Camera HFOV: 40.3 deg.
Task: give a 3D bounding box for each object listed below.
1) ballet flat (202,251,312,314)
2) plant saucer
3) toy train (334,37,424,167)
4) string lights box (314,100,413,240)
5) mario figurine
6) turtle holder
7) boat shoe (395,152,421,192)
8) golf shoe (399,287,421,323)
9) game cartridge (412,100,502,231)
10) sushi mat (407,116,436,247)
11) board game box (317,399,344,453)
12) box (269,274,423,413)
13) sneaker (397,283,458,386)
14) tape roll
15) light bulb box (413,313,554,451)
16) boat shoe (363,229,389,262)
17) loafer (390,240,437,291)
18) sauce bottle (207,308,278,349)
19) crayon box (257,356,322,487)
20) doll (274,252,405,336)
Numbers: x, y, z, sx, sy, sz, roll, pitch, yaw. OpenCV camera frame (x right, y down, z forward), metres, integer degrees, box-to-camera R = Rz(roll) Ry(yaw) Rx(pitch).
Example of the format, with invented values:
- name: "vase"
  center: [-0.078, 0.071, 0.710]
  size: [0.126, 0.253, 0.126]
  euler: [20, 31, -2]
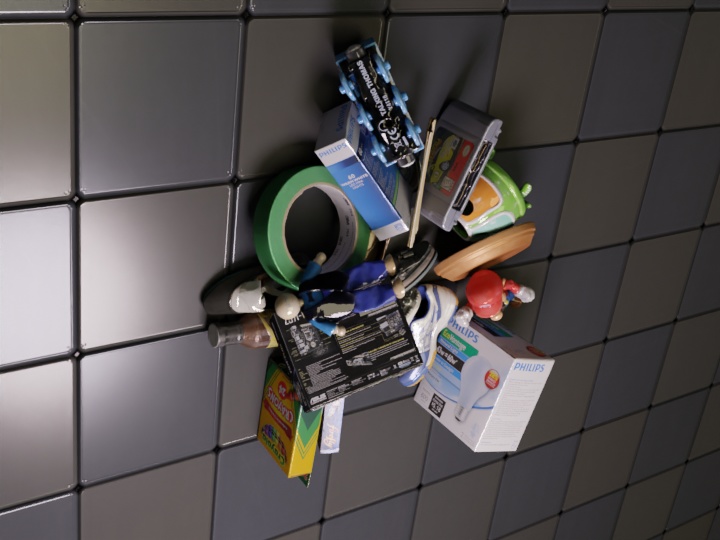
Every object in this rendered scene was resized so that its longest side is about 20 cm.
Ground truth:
- name: "ballet flat"
  center: [-0.156, 0.025, 1.581]
  size: [0.199, 0.068, 0.068]
  euler: [-27, 129, -23]
- name: "plant saucer"
  center: [0.229, -0.029, 1.779]
  size: [0.199, 0.200, 0.038]
  euler: [-20, 81, -28]
- name: "toy train"
  center: [0.030, -0.255, 1.495]
  size: [0.086, 0.114, 0.201]
  euler: [-25, 111, 9]
- name: "string lights box"
  center: [0.010, -0.156, 1.553]
  size: [0.059, 0.103, 0.200]
  euler: [-20, 127, 25]
- name: "mario figurine"
  center: [0.254, 0.068, 1.851]
  size: [0.124, 0.105, 0.200]
  euler: [-62, 160, 5]
- name: "turtle holder"
  center: [0.211, -0.122, 1.749]
  size: [0.132, 0.185, 0.141]
  euler: [-44, 99, -9]
- name: "boat shoe"
  center: [0.056, -0.214, 1.611]
  size: [0.075, 0.060, 0.201]
  euler: [-39, 133, -13]
- name: "golf shoe"
  center: [0.052, 0.116, 1.795]
  size: [0.200, 0.078, 0.097]
  euler: [-50, 136, 11]
- name: "game cartridge"
  center: [0.151, -0.181, 1.653]
  size: [0.041, 0.133, 0.201]
  euler: [18, 102, -35]
- name: "sushi mat"
  center: [0.099, -0.144, 1.593]
  size: [0.012, 0.096, 0.202]
  euler: [11, 115, 5]
- name: "board game box"
  center: [-0.056, 0.196, 1.711]
  size: [0.034, 0.136, 0.202]
  euler: [1, 117, -12]
- name: "box"
  center: [-0.024, 0.115, 1.569]
  size: [0.198, 0.086, 0.165]
  euler: [-21, 83, -13]
- name: "sneaker"
  center: [0.103, 0.117, 1.842]
  size: [0.088, 0.075, 0.202]
  euler: [22, 92, -34]
- name: "tape roll"
  center: [-0.075, -0.065, 1.560]
  size: [0.199, 0.048, 0.203]
  euler: [-5, 98, -37]
- name: "light bulb box"
  center: [0.237, 0.213, 1.903]
  size: [0.124, 0.198, 0.202]
  euler: [7, 109, -42]
- name: "boat shoe"
  center: [-0.005, -0.002, 1.659]
  size: [0.074, 0.075, 0.204]
  euler: [20, 94, -22]
- name: "loafer"
  center: [0.049, 0.011, 1.734]
  size: [0.200, 0.072, 0.063]
  euler: [-42, 121, -6]
- name: "sauce bottle"
  center: [-0.155, 0.097, 1.626]
  size: [0.199, 0.065, 0.065]
  euler: [-7, 119, -36]
- name: "crayon box"
  center: [-0.124, 0.265, 1.705]
  size: [0.050, 0.127, 0.202]
  euler: [-6, 118, -33]
- name: "doll"
  center: [-0.038, 0.032, 1.514]
  size: [0.198, 0.138, 0.049]
  euler: [-17, 164, -15]
